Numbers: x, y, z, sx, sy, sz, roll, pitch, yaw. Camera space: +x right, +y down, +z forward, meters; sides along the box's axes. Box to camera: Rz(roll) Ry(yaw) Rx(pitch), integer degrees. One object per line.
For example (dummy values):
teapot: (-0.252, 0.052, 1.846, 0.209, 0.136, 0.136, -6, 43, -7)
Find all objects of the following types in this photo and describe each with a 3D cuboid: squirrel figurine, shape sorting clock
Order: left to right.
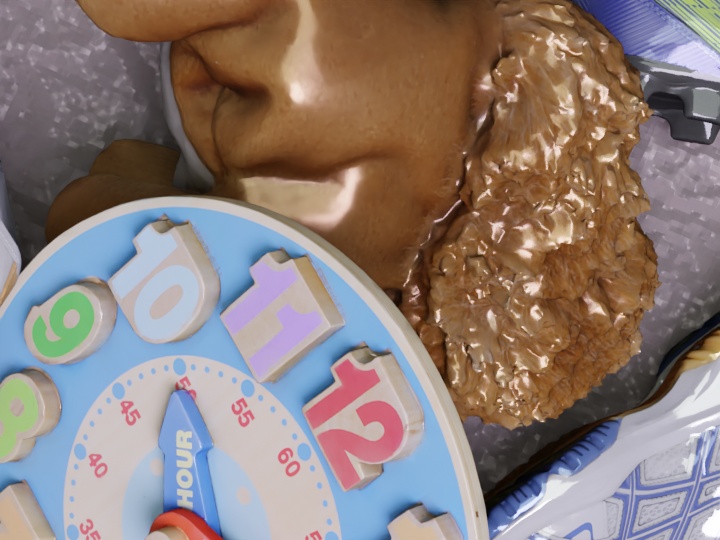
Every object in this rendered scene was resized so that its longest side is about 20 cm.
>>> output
shape sorting clock: (-0.048, 0.078, 0.711, 0.200, 0.039, 0.200, 3, 95, 33)
squirrel figurine: (0.000, 0.000, 0.783, 0.200, 0.142, 0.187, 5, 95, 0)

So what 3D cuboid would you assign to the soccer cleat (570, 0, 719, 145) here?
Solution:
soccer cleat: (0.169, -0.080, 0.827, 0.200, 0.065, 0.084, 8, 81, -3)

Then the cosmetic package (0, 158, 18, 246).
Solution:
cosmetic package: (-0.220, -0.035, 0.797, 0.200, 0.081, 0.113, -12, 91, -4)

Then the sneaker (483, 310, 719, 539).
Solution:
sneaker: (0.103, 0.084, 0.813, 0.200, 0.075, 0.088, -36, 91, -2)

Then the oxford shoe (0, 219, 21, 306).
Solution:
oxford shoe: (-0.168, -0.056, 0.736, 0.058, 0.075, 0.200, -26, 82, -47)
